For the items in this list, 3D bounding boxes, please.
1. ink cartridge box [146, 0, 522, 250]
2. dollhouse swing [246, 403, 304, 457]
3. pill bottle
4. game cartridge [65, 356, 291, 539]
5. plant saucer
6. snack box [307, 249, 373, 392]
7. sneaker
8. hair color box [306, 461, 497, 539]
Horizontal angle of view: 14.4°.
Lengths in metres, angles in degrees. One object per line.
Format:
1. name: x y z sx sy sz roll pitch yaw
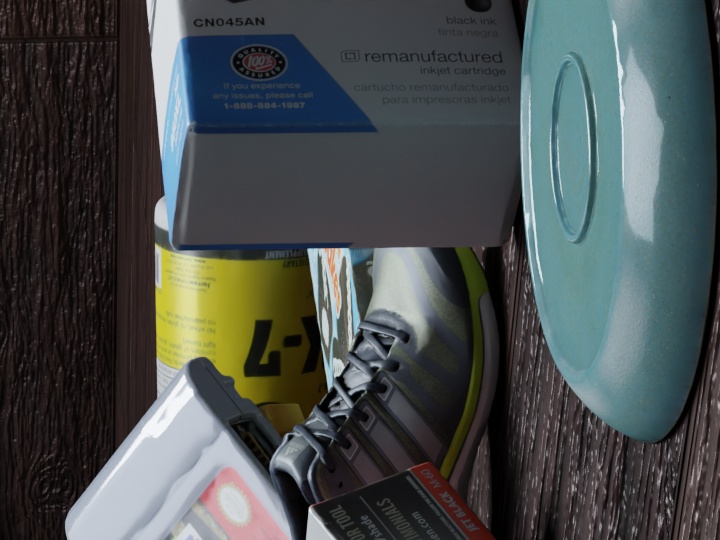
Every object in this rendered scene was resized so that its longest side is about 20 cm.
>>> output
1. ink cartridge box: -0.015 -0.111 1.209 0.084 0.143 0.201 101 164 -51
2. dollhouse swing: -0.020 0.176 1.456 0.181 0.175 0.201 -27 81 34
3. pill bottle: -0.063 0.056 1.677 0.114 0.113 0.202 -126 34 -75
4. game cartridge: -0.054 0.158 1.351 0.200 0.041 0.133 50 124 19
5. plant saucer: 0.082 -0.042 0.971 0.200 0.027 0.202 179 90 -82
6. snack box: 0.000 0.000 1.496 0.117 0.037 0.201 98 168 -46
7. sneaker: 0.006 0.070 1.232 0.074 0.080 0.202 4 87 60
8. hair color box: 0.024 0.192 1.175 0.111 0.064 0.201 49 147 38
